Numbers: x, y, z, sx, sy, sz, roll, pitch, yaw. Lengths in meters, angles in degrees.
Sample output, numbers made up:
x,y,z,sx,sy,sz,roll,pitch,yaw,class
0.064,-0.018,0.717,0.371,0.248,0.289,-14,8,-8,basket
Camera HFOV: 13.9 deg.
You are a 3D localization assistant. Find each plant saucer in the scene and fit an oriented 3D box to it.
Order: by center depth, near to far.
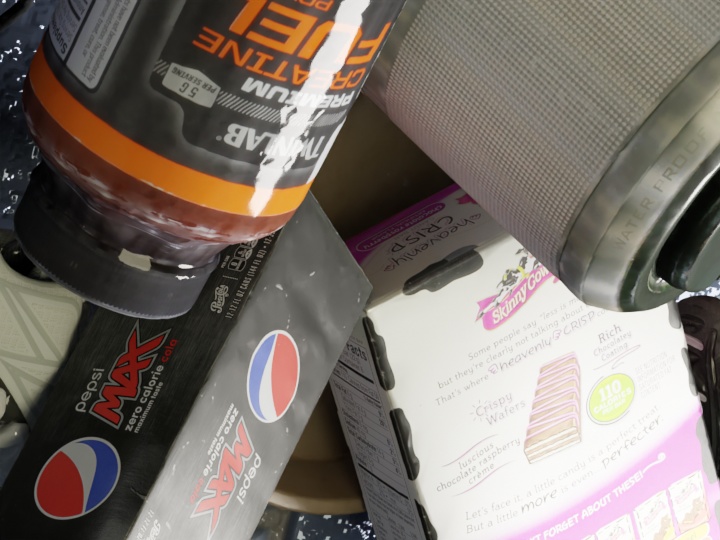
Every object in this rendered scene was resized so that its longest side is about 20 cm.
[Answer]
x,y,z,sx,sy,sz,roll,pitch,yaw,class
0.000,0.000,1.180,0.200,0.029,0.201,-10,111,-28,plant saucer

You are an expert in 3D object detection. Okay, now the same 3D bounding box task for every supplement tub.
x,y,z,sx,sy,sz,roll,pitch,yaw,class
-0.046,-0.084,0.989,0.107,0.107,0.200,11,118,-34,supplement tub

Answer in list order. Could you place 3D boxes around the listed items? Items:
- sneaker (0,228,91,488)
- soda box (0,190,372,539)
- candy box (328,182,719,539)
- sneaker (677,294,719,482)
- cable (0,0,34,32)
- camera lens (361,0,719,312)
x,y,z,sx,sy,sz,roll,pitch,yaw,class
-0.123,0.036,1.076,0.081,0.075,0.200,-51,139,-15,sneaker
-0.071,0.063,1.052,0.200,0.063,0.071,-63,144,-26,soda box
0.066,0.062,1.189,0.136,0.061,0.200,-27,119,-22,candy box
0.168,0.090,1.298,0.079,0.074,0.200,-37,129,-28,sneaker
-0.214,-0.091,1.008,0.163,0.051,0.200,-51,129,-2,cable
0.082,-0.096,1.067,0.160,0.200,0.160,-42,164,-15,camera lens
